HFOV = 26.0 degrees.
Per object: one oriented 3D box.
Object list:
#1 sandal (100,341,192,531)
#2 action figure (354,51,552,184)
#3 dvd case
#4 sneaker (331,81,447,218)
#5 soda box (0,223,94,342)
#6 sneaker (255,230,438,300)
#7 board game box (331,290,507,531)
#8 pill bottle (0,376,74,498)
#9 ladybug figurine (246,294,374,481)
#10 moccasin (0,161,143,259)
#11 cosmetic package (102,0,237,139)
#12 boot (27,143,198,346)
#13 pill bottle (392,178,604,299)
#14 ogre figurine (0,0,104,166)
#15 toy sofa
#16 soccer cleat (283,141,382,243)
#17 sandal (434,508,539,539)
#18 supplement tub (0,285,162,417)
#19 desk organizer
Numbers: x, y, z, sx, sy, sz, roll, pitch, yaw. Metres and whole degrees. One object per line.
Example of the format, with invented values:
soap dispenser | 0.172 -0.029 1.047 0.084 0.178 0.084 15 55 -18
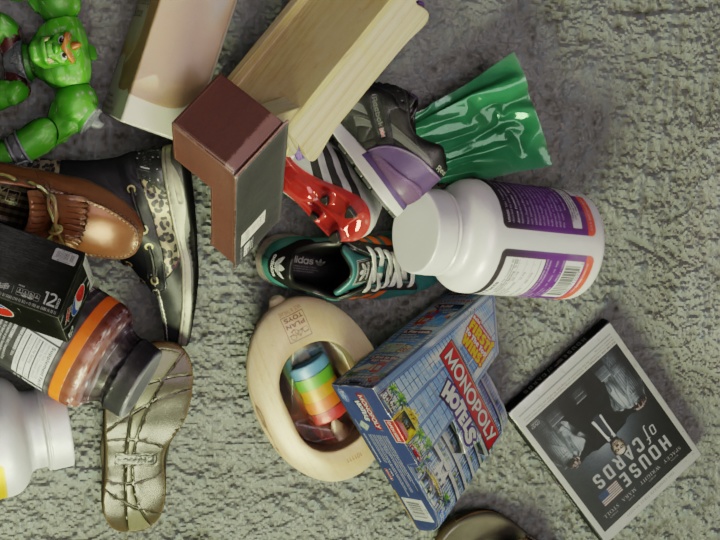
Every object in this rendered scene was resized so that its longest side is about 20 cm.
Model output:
sandal | -0.211 0.156 1.507 0.081 0.055 0.202 2 113 -15
action figure | 0.079 -0.126 1.549 0.198 0.055 0.119 -21 96 -3
dvd case | 0.264 0.175 1.688 0.150 0.025 0.201 -41 109 -7
sneaker | 0.008 -0.154 1.484 0.087 0.076 0.201 -37 81 5
soda box | -0.331 -0.008 1.322 0.198 0.071 0.064 19 70 4
sneaker | 0.000 0.000 1.535 0.197 0.080 0.072 -1 101 -21
board game box | 0.086 0.122 1.564 0.200 0.061 0.201 -51 124 -33
pill bottle | -0.367 0.160 1.427 0.197 0.112 0.114 -10 103 -16
ladybug figurine | -0.047 0.112 1.546 0.135 0.072 0.202 -25 107 -14
moccasin | -0.287 -0.053 1.363 0.199 0.078 0.074 23 116 -18
cosmetic package | -0.167 -0.225 1.428 0.070 0.105 0.202 17 93 -22
boot | -0.231 -0.022 1.466 0.151 0.074 0.206 -2 118 -2
pill bottle | 0.134 -0.032 1.539 0.198 0.111 0.113 4 99 -33
ogre figurine | -0.300 -0.192 1.397 0.118 0.098 0.203 -10 74 -3
toy sofa | -0.034 -0.205 1.424 0.201 0.083 0.098 -51 152 -3
soccer cleat | -0.060 -0.108 1.503 0.200 0.085 0.069 42 121 4
sandal | 0.167 0.322 1.666 0.199 0.055 0.082 37 87 -21
supplement tub | -0.280 0.051 1.407 0.199 0.107 0.108 31 90 2
desk organizer | -0.119 -0.087 1.407 0.077 0.200 0.072 38 70 11
